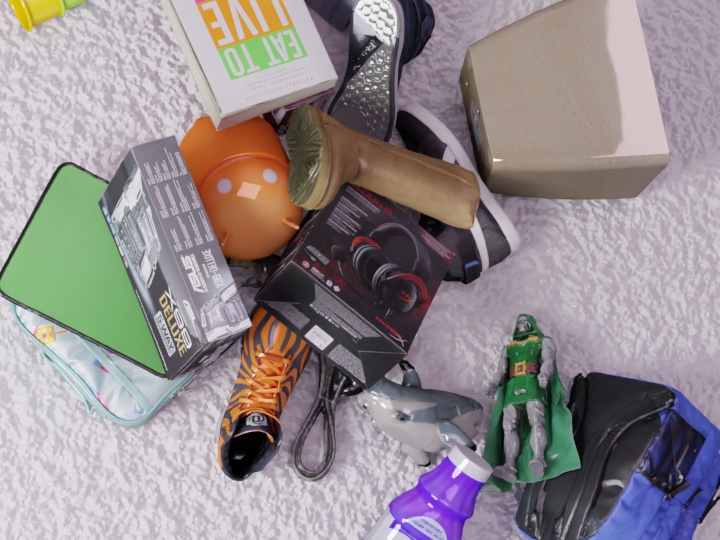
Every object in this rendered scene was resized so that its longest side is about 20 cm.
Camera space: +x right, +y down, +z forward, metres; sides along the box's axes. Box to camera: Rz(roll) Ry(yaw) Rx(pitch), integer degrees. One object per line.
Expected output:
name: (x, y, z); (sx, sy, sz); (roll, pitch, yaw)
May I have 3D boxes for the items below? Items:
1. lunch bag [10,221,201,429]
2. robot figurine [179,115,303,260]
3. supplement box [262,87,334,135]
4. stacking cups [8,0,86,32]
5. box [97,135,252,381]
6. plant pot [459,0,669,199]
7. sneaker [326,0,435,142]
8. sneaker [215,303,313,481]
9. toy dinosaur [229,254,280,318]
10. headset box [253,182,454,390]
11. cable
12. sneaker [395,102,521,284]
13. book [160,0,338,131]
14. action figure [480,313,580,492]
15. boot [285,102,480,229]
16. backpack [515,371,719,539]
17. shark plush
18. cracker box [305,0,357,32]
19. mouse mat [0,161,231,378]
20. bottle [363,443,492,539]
lunch bag: (-0.249, 0.059, 1.677); (0.200, 0.077, 0.160); (45, 74, 1)
robot figurine: (-0.121, -0.088, 1.676); (0.144, 0.200, 0.117); (28, 112, -31)
supplement box: (-0.101, -0.253, 1.749); (0.061, 0.109, 0.200); (-23, 84, -15)
stacking cups: (-0.279, -0.321, 1.758); (0.200, 0.061, 0.061); (-28, 86, -20)
box: (-0.180, -0.008, 1.576); (0.050, 0.158, 0.200); (-19, 81, -24)
plant pot: (0.207, -0.177, 1.763); (0.177, 0.200, 0.200); (-10, 82, -3)
sneaker: (0.024, -0.212, 1.778); (0.077, 0.146, 0.202); (18, 112, 9)
sneaker: (-0.092, 0.122, 1.643); (0.078, 0.112, 0.200); (13, 105, -9)
toy dinosaur: (-0.071, 0.030, 1.712); (0.200, 0.047, 0.088); (21, 65, 5)
headset box: (0.000, 0.000, 1.663); (0.149, 0.075, 0.200); (40, 38, -8)
cable: (-0.027, 0.120, 1.724); (0.097, 0.050, 0.200); (33, 73, -2)
sneaker: (0.075, -0.076, 1.770); (0.112, 0.073, 0.200); (-37, 89, -15)
book: (-0.122, -0.258, 1.667); (0.134, 0.048, 0.200); (-22, 81, -18)
action figure: (0.173, 0.130, 1.735); (0.118, 0.055, 0.200); (-15, 48, 24)
boot: (0.029, -0.088, 1.637); (0.200, 0.175, 0.066); (22, 121, -18)
backpack: (0.275, 0.231, 1.709); (0.168, 0.162, 0.200); (41, 72, -23)
shark plush: (0.040, 0.133, 1.718); (0.200, 0.091, 0.083); (26, 61, -14)
cracker box: (-0.067, -0.357, 1.761); (0.200, 0.134, 0.058); (40, 74, -3)
mouse mat: (-0.244, -0.001, 1.642); (0.200, 0.008, 0.161); (28, 66, -8)
bottle: (0.059, 0.269, 1.672); (0.084, 0.065, 0.200); (35, 99, -6)
